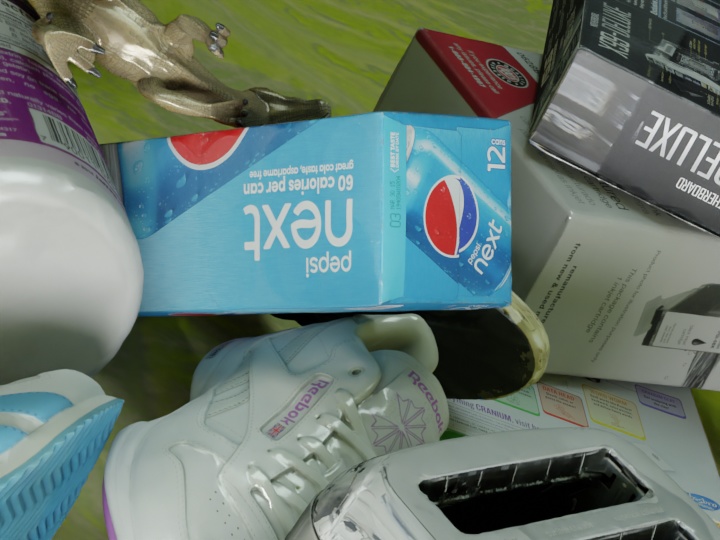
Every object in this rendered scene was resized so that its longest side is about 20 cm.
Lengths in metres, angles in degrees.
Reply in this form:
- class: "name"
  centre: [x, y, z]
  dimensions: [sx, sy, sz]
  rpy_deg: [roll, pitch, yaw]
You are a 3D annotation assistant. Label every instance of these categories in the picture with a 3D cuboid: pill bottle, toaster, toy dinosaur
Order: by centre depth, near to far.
- class: "toaster"
  centre: [0.040, 0.128, 0.734]
  dimensions: [0.200, 0.129, 0.114]
  rpy_deg: [-3, 41, -46]
- class: "pill bottle"
  centre: [-0.157, -0.045, 0.864]
  dimensions: [0.112, 0.112, 0.200]
  rpy_deg: [11, 31, -30]
- class: "toy dinosaur"
  centre: [-0.103, -0.097, 0.865]
  dimensions: [0.200, 0.058, 0.101]
  rpy_deg: [35, -3, -8]

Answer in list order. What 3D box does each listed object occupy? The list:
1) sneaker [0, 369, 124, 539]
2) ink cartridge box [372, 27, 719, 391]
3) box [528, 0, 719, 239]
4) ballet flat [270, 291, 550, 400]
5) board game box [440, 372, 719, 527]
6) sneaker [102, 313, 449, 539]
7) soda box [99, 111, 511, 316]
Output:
- class: "sneaker"
  centre: [-0.147, 0.066, 0.725]
  dimensions: [0.081, 0.077, 0.200]
  rpy_deg: [35, 26, 16]
- class: "ink cartridge box"
  centre: [0.117, -0.023, 1.027]
  dimensions: [0.200, 0.083, 0.147]
  rpy_deg: [7, 33, -36]
- class: "box"
  centre: [0.158, -0.076, 1.010]
  dimensions: [0.158, 0.050, 0.200]
  rpy_deg: [25, 26, -5]
- class: "ballet flat"
  centre: [0.000, 0.000, 0.928]
  dimensions: [0.200, 0.067, 0.057]
  rpy_deg: [22, 29, 39]
- class: "board game box"
  centre: [0.072, 0.044, 1.006]
  dimensions: [0.153, 0.040, 0.200]
  rpy_deg: [21, 28, -15]
- class: "sneaker"
  centre: [-0.026, 0.064, 0.806]
  dimensions: [0.075, 0.100, 0.200]
  rpy_deg: [64, 22, -18]
- class: "soda box"
  centre: [-0.035, -0.018, 0.861]
  dimensions: [0.064, 0.068, 0.200]
  rpy_deg: [1, -3, -41]
